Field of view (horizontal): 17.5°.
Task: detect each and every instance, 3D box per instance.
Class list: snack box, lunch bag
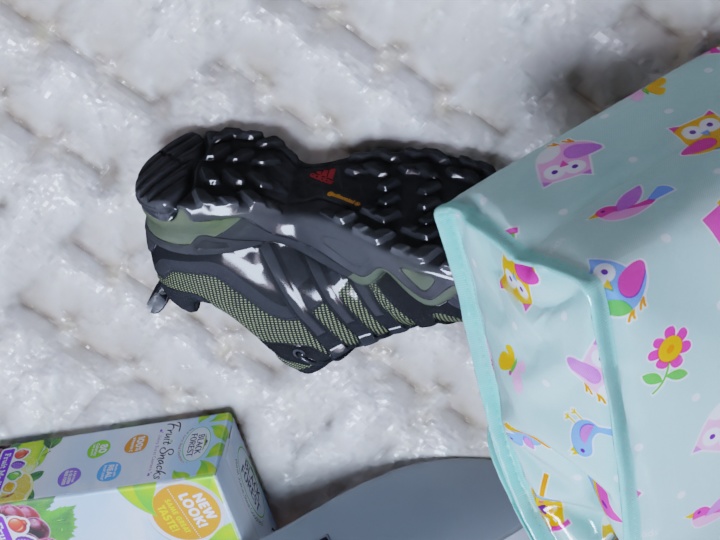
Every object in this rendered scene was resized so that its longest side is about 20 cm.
[{"bbox_3d":[-0.103,0.171,1.177,0.142,0.053,0.201,-10,124,15],"label":"snack box"},{"bbox_3d":[0.137,0.033,0.954,0.170,0.122,0.201,-31,126,-22],"label":"lunch bag"}]

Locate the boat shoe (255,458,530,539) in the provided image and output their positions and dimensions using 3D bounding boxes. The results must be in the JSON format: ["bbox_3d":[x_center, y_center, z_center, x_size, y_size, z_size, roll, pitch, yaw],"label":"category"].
[{"bbox_3d":[-0.001,0.155,1.107,0.199,0.074,0.068,-25,129,-12],"label":"boat shoe"}]

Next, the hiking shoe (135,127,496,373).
[{"bbox_3d":[0.000,0.000,1.034,0.199,0.076,0.101,14,136,11],"label":"hiking shoe"}]
